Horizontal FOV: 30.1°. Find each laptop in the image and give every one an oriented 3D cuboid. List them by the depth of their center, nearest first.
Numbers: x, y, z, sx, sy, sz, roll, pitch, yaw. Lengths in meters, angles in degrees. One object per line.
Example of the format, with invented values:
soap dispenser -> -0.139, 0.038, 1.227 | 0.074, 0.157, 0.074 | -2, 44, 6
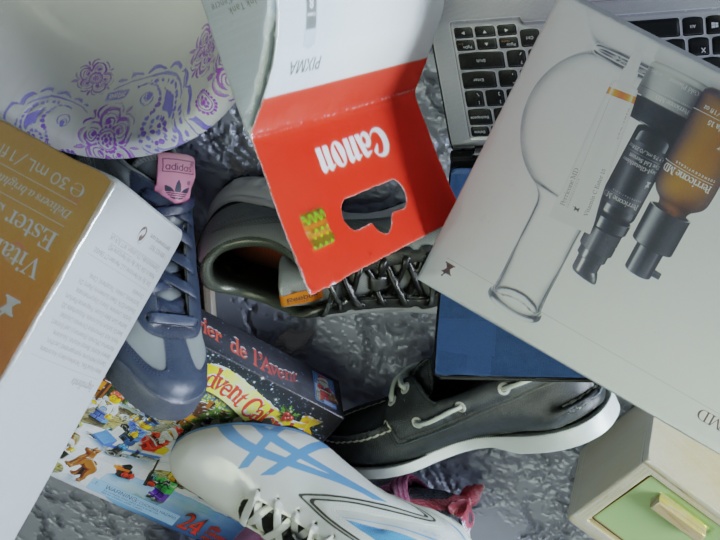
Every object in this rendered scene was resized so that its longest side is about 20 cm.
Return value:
laptop -> 0.119, -0.060, 0.652 | 0.186, 0.116, 0.201 | -1, 125, 19

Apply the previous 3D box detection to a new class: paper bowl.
paper bowl -> -0.128, -0.166, 0.665 | 0.199, 0.105, 0.202 | 10, 128, 12

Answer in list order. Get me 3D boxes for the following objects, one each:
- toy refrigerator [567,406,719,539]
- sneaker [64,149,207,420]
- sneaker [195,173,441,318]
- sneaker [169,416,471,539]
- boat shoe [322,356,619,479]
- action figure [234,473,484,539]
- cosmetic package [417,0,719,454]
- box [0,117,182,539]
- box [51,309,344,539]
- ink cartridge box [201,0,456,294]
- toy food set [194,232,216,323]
toy refrigerator -> 0.228, 0.169, 0.813 | 0.200, 0.070, 0.076 | 37, 129, -9
sneaker -> -0.118, -0.020, 0.732 | 0.082, 0.070, 0.201 | -37, 64, 34
sneaker -> 0.000, 0.000, 0.762 | 0.199, 0.080, 0.074 | 7, 125, 13
sneaker -> -0.024, 0.150, 0.793 | 0.199, 0.073, 0.072 | 25, 128, 1
boat shoe -> 0.055, 0.077, 0.806 | 0.199, 0.076, 0.061 | -16, 110, 26
action figure -> 0.000, 0.187, 0.908 | 0.199, 0.150, 0.134 | -34, 144, 17
cosmetic package -> 0.147, -0.015, 0.617 | 0.199, 0.052, 0.152 | 30, 107, 13
box -> -0.210, 0.023, 0.660 | 0.152, 0.201, 0.106 | 26, 173, 14
box -> -0.129, 0.083, 0.818 | 0.199, 0.038, 0.137 | 29, 117, -25
ink cartridge box -> -0.003, -0.108, 0.589 | 0.050, 0.162, 0.201 | -19, 94, 31
toy food set -> -0.182, 0.038, 0.863 | 0.198, 0.061, 0.144 | 9, 128, 12
